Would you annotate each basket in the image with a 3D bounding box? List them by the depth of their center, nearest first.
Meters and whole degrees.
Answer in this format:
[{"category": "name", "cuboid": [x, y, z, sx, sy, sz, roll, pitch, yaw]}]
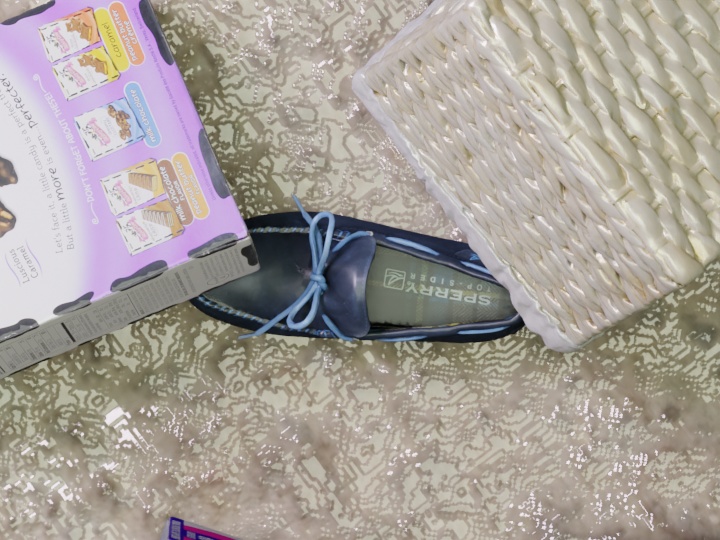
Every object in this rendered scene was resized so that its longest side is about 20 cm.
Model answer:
[{"category": "basket", "cuboid": [0.143, -0.096, 1.489, 0.198, 0.161, 0.200, -40, 95, -22]}]

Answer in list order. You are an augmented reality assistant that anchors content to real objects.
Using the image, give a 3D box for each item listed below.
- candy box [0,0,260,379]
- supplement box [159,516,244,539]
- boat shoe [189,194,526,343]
[{"category": "candy box", "cuboid": [-0.178, -0.044, 1.520, 0.199, 0.072, 0.169, -23, 75, -2]}, {"category": "supplement box", "cuboid": [-0.029, 0.219, 1.548, 0.199, 0.101, 0.104, 20, 91, -5]}, {"category": "boat shoe", "cuboid": [0.000, 0.000, 1.555, 0.198, 0.069, 0.085, -1, 93, -3]}]
